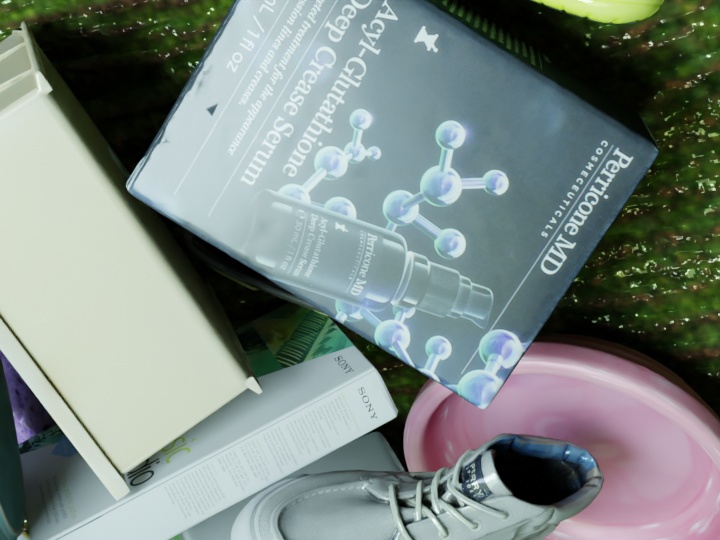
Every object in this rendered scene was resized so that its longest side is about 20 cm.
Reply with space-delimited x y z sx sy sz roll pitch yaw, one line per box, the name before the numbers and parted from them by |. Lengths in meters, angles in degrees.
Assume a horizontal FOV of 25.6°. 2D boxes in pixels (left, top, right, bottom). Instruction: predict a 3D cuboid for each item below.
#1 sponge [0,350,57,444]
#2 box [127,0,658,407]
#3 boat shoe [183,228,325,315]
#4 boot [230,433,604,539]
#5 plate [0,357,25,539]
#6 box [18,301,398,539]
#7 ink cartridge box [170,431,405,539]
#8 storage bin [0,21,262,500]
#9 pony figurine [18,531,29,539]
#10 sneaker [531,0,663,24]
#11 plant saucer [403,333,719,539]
sponge | -0.166 0.075 0.976 0.200 0.112 0.030 49 139 -16
box | 0.017 -0.057 0.763 0.200 0.107 0.149 31 104 -3
boat shoe | 0.000 0.000 0.885 0.201 0.061 0.072 19 129 8
boot | 0.035 0.119 0.823 0.096 0.200 0.074 -44 59 40
plate | -0.196 0.069 0.797 0.026 0.200 0.200 -12 124 -5
box | -0.092 0.089 0.875 0.200 0.144 0.036 -27 111 -9
ink cartridge box | -0.050 0.205 0.982 0.084 0.146 0.200 60 151 32
storage bin | -0.158 -0.017 0.845 0.094 0.199 0.200 -34 112 -2
pony figurine | -0.257 0.128 0.978 0.193 0.200 0.167 21 112 -46
sneaker | 0.055 -0.181 0.733 0.200 0.074 0.084 23 106 9
plant saucer | 0.126 0.106 0.908 0.200 0.051 0.201 14 137 13
